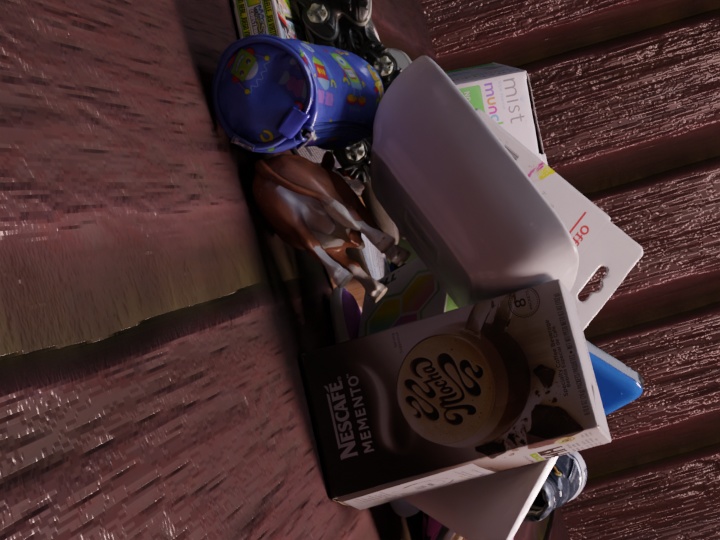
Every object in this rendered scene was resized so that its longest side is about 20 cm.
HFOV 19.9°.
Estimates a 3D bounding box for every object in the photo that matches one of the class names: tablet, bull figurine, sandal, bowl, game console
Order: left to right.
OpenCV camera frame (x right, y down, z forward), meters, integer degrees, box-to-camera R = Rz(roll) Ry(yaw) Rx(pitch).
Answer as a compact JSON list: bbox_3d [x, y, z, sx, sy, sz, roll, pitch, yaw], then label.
[{"bbox_3d":[-0.024,-0.039,1.538,0.121,0.065,0.200,43,9,13],"label":"bull figurine"},{"bbox_3d":[0.023,0.104,1.709,0.082,0.050,0.204,-76,149,-77],"label":"sandal"},{"bbox_3d":[0.072,-0.049,1.537,0.200,0.074,0.200,54,-8,11],"label":"bowl"},{"bbox_3d":[0.085,0.133,1.589,0.014,0.131,0.200,31,-3,-30],"label":"tablet"},{"bbox_3d":[0.136,0.047,1.820,0.199,0.171,0.119,31,51,-19],"label":"game console"}]

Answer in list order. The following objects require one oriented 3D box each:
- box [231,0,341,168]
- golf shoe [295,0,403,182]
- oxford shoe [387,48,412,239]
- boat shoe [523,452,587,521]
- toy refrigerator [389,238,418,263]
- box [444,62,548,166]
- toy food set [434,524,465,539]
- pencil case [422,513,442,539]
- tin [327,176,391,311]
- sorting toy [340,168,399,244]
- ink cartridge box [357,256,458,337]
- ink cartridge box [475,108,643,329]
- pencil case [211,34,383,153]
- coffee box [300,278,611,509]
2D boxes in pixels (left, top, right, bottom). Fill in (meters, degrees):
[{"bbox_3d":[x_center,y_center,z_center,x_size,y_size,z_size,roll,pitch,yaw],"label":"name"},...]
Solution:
[{"bbox_3d":[-0.060,-0.165,1.703,0.200,0.035,0.111,54,22,-70],"label":"box"},{"bbox_3d":[-0.003,-0.164,1.710,0.088,0.077,0.201,74,4,-75],"label":"golf shoe"},{"bbox_3d":[0.029,-0.123,1.956,0.058,0.075,0.201,20,56,-54],"label":"oxford shoe"},{"bbox_3d":[0.100,0.152,1.815,0.091,0.199,0.071,-23,134,-61],"label":"boat shoe"},{"bbox_3d":[0.027,-0.080,2.019,0.070,0.075,0.201,49,27,-73],"label":"toy refrigerator"},{"bbox_3d":[0.122,-0.093,1.990,0.176,0.096,0.201,-122,-158,-79],"label":"box"},{"bbox_3d":[0.113,0.191,1.669,0.200,0.060,0.144,-62,177,37],"label":"toy food set"},{"bbox_3d":[0.098,0.213,1.884,0.091,0.094,0.200,35,18,-14],"label":"pencil case"},{"bbox_3d":[0.000,0.000,1.809,0.200,0.042,0.112,65,16,-52],"label":"tin"},{"bbox_3d":[-0.014,-0.144,1.880,0.200,0.036,0.186,-111,-171,-45],"label":"sorting toy"},{"bbox_3d":[0.053,0.041,1.647,0.059,0.104,0.201,37,42,-27],"label":"ink cartridge box"},{"bbox_3d":[0.142,-0.037,1.855,0.200,0.115,0.068,40,-7,-1],"label":"ink cartridge box"},{"bbox_3d":[-0.042,-0.125,1.493,0.087,0.078,0.200,49,14,8],"label":"pencil case"},{"bbox_3d":[0.069,0.093,1.490,0.080,0.199,0.114,39,35,-71],"label":"coffee box"}]
